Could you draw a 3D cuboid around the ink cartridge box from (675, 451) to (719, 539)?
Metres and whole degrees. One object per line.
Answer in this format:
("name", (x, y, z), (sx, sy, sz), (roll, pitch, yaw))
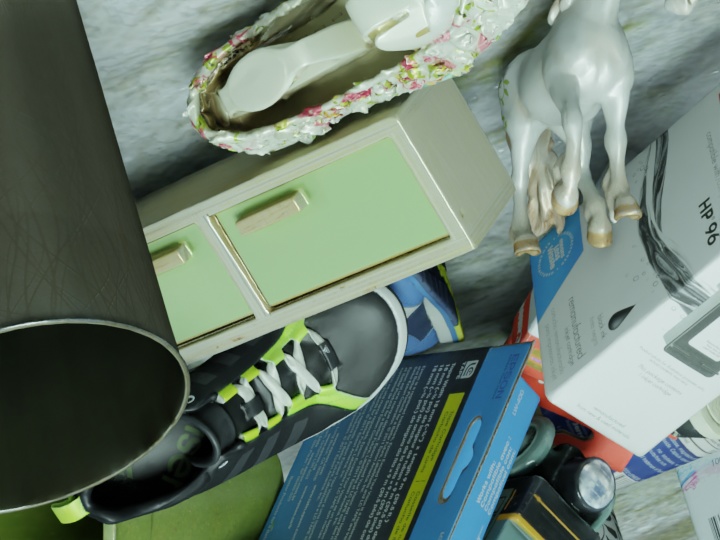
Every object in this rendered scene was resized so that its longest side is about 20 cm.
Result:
("ink cartridge box", (0.278, 0.113, 1.470), (0.145, 0.201, 0.083), (-27, 154, 25))

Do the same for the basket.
("basket", (-0.157, -0.025, 0.980), (0.136, 0.201, 0.180), (-4, 153, -20))

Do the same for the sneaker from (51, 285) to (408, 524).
("sneaker", (-0.061, 0.075, 1.169), (0.200, 0.072, 0.083), (-31, -166, 1))

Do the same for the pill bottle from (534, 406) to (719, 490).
("pill bottle", (0.192, 0.058, 1.418), (0.200, 0.111, 0.111), (-24, 152, 20))

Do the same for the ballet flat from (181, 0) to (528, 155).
("ballet flat", (0.000, -0.104, 1.038), (0.200, 0.076, 0.064), (-33, 173, 32))

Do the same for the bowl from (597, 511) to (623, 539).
("bowl", (0.083, 0.152, 1.532), (0.200, 0.201, 0.095), (-5, 109, -17))

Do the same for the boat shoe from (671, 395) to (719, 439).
("boat shoe", (0.211, 0.047, 1.246), (0.068, 0.072, 0.200), (-16, 178, 44))

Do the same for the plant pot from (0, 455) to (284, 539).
("plant pot", (-0.148, 0.132, 1.347), (0.200, 0.201, 0.190), (-33, 161, 33))

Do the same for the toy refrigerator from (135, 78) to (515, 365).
("toy refrigerator", (-0.033, -0.021, 1.136), (0.200, 0.076, 0.070), (-21, -162, 33))

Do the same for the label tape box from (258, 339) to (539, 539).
("label tape box", (0.034, 0.120, 1.302), (0.063, 0.145, 0.200), (34, 158, -25))

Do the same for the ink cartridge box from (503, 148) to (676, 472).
("ink cartridge box", (0.146, 0.038, 1.312), (0.109, 0.050, 0.200), (24, 123, -8))

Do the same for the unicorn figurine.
("unicorn figurine", (0.106, -0.086, 1.098), (0.074, 0.138, 0.200), (5, 166, -28))

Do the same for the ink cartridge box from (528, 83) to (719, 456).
("ink cartridge box", (0.174, -0.019, 1.121), (0.068, 0.116, 0.200), (33, 121, -26))

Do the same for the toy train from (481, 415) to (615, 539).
("toy train", (0.063, 0.152, 1.373), (0.085, 0.114, 0.200), (48, 147, -21))

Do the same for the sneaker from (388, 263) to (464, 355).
("sneaker", (0.000, 0.000, 1.254), (0.082, 0.074, 0.200), (-15, 153, 7))
